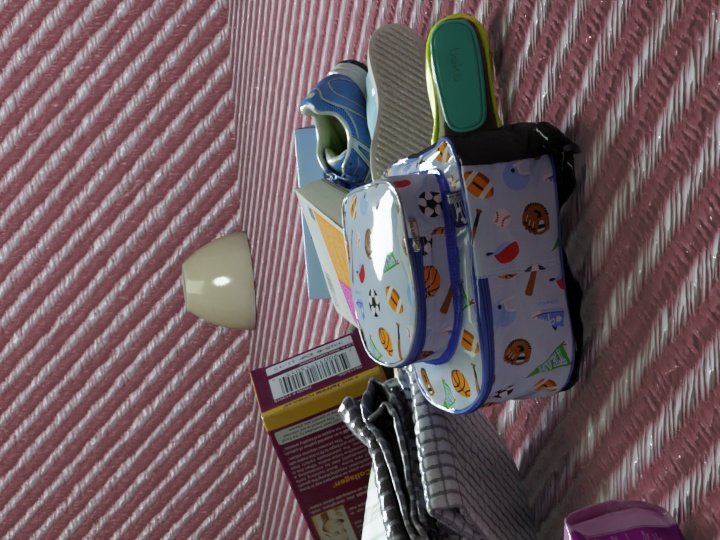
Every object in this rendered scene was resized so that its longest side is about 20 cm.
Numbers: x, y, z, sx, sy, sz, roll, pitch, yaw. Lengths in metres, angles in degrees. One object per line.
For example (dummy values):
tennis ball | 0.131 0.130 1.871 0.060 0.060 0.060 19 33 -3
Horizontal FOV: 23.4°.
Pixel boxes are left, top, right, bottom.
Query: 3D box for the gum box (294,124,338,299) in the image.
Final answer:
gum box | -0.015 -0.069 1.794 0.200 0.044 0.171 -33 -61 -74

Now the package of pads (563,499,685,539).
package of pads | 0.159 0.248 1.039 0.121 0.075 0.201 -110 17 -52

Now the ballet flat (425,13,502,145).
ballet flat | 0.086 -0.099 1.361 0.067 0.066 0.201 3 -97 -78

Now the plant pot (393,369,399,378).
plant pot | 0.058 0.089 1.727 0.200 0.027 0.201 175 90 -81

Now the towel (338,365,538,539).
towel | 0.067 0.181 1.317 0.200 0.085 0.166 50 -160 -43

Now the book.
book | 0.000 0.000 1.583 0.200 0.048 0.134 -145 35 -67

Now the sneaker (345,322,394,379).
sneaker | 0.008 0.135 1.910 0.114 0.076 0.201 -144 43 -69

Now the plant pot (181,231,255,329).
plant pot | -0.291 0.026 3.526 0.200 0.134 0.202 175 90 -81

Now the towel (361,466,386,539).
towel | 0.046 0.226 1.494 0.149 0.031 0.201 -38 35 49

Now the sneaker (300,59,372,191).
sneaker | 0.000 -0.097 1.668 0.075 0.077 0.201 -7 112 49

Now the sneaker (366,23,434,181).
sneaker | 0.042 -0.122 1.585 0.082 0.073 0.201 85 -177 -63

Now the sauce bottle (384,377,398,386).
sauce bottle | 0.056 0.201 1.647 0.065 0.064 0.201 -134 34 -76

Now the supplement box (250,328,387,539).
supplement box | -0.014 0.180 1.745 0.103 0.130 0.201 -115 4 -64

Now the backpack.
backpack | 0.076 0.004 1.217 0.200 0.153 0.192 166 88 -78
